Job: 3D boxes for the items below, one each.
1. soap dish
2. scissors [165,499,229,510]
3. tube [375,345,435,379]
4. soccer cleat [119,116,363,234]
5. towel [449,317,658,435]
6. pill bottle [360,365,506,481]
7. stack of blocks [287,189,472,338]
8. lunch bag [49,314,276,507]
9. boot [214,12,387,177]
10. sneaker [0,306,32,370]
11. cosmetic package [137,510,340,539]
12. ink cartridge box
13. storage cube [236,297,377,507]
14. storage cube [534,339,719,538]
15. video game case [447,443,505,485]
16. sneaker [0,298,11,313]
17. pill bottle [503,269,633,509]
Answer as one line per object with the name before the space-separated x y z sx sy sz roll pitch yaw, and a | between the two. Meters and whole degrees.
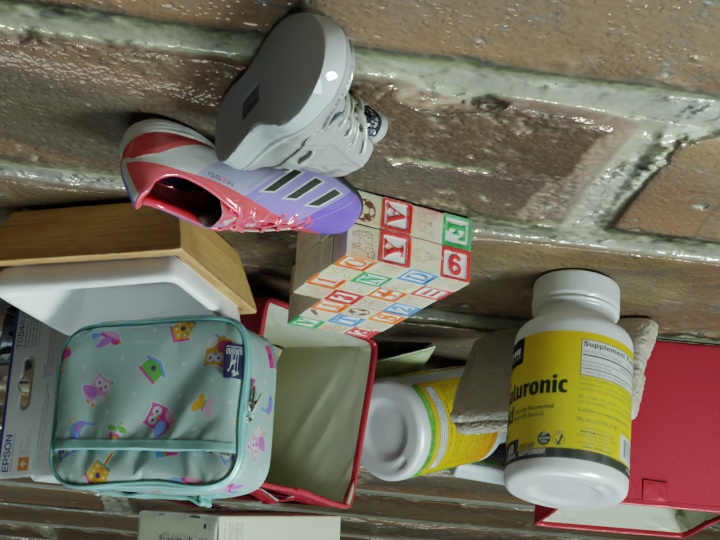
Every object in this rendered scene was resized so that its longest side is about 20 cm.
soap dish | -0.211 -0.001 1.175 0.199 0.082 0.157 -3 159 20
scissors | -0.166 0.232 1.335 0.073 0.014 0.200 26 162 -38
tube | 0.031 0.131 1.533 0.052 0.058 0.200 32 155 4
soccer cleat | -0.087 -0.053 0.999 0.199 0.073 0.068 17 132 -27
towel | 0.192 0.107 1.323 0.199 0.133 0.035 -7 127 29
pill bottle | 0.092 0.165 1.476 0.111 0.112 0.199 -16 172 43
stack of blocks | 0.000 0.000 1.166 0.115 0.059 0.200 13 158 -21
lunch bag | -0.171 0.125 1.158 0.199 0.161 0.077 -3 159 20
boot | -0.023 -0.111 0.873 0.095 0.074 0.200 6 169 -23
sneaker | -0.320 0.074 1.406 0.113 0.076 0.200 14 160 -33
cosmetic package | -0.116 0.272 1.295 0.103 0.073 0.200 -3 169 34
ink cartridge box | -0.264 0.107 1.303 0.199 0.201 0.041 -9 157 30
storage cube | -0.113 0.135 1.350 0.179 0.201 0.171 -5 160 41
storage cube | 0.290 0.181 1.430 0.199 0.181 0.171 6 160 -3
video game case | 0.168 0.218 1.632 0.199 0.022 0.182 14 -165 -24
sneaker | -0.414 0.063 1.365 0.199 0.100 0.071 -15 151 40
pill bottle | 0.191 0.106 1.201 0.111 0.201 0.111 7 154 3
